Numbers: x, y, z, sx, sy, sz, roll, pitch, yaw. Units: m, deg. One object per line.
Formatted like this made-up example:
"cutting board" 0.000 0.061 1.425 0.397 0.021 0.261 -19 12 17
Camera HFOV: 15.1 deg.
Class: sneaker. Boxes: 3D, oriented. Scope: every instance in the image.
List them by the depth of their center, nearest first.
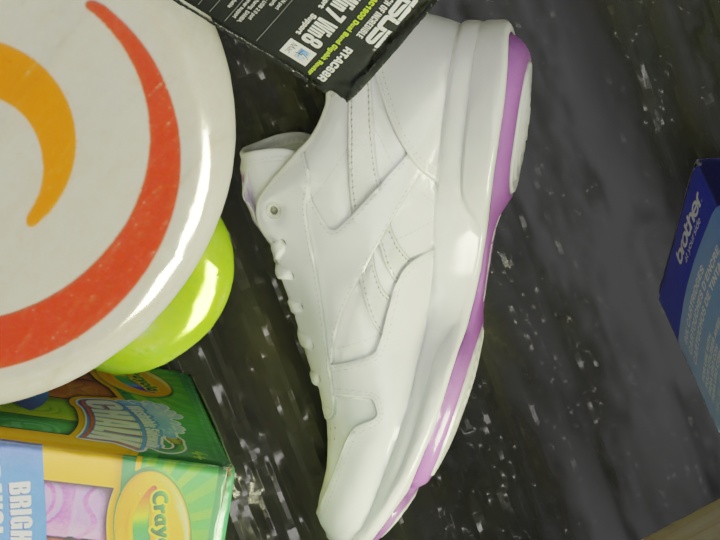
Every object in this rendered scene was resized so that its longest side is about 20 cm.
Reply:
"sneaker" 0.000 0.000 0.986 0.099 0.075 0.200 12 100 5

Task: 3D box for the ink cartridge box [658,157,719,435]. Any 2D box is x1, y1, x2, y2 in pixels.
"ink cartridge box" 0.194 0.027 0.975 0.136 0.200 0.076 -3 132 -15

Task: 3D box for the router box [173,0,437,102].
"router box" -0.036 -0.165 0.868 0.150 0.200 0.062 31 128 -15

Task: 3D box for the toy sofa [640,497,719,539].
"toy sofa" 0.117 0.145 1.018 0.200 0.098 0.083 -27 106 -5

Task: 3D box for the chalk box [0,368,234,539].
"chalk box" -0.114 0.101 0.948 0.200 0.125 0.124 7 101 -14

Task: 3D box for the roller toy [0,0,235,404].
"roller toy" -0.141 -0.061 0.897 0.182 0.140 0.200 -8 115 -12
